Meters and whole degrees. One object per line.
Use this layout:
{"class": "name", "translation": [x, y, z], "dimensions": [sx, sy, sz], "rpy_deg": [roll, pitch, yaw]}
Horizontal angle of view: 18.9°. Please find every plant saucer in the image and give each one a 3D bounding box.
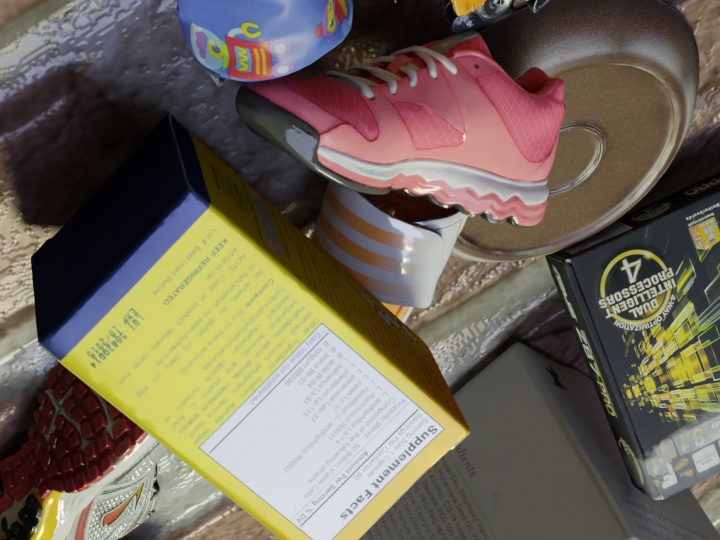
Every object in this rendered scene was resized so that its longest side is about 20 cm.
{"class": "plant saucer", "translation": [0.107, -0.070, 1.209], "dimensions": [0.199, 0.032, 0.201], "rpy_deg": [-17, 141, -14]}

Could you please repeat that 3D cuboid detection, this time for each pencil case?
{"class": "pencil case", "translation": [-0.060, -0.169, 0.946], "dimensions": [0.078, 0.086, 0.200], "rpy_deg": [-61, 155, -27]}

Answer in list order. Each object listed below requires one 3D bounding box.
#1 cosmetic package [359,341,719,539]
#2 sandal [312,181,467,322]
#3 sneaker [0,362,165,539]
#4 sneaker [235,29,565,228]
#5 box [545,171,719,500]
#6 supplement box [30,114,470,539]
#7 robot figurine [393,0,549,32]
{"class": "cosmetic package", "translation": [0.106, 0.186, 1.400], "dimensions": [0.200, 0.165, 0.165], "rpy_deg": [-41, 143, 17]}
{"class": "sandal", "translation": [0.008, 0.003, 1.185], "dimensions": [0.079, 0.059, 0.207], "rpy_deg": [17, 134, -1]}
{"class": "sneaker", "translation": [-0.147, 0.103, 1.227], "dimensions": [0.082, 0.078, 0.200], "rpy_deg": [4, 143, -41]}
{"class": "sneaker", "translation": [0.023, -0.084, 1.068], "dimensions": [0.199, 0.074, 0.087], "rpy_deg": [11, 105, -41]}
{"class": "box", "translation": [0.230, 0.024, 1.307], "dimensions": [0.199, 0.049, 0.162], "rpy_deg": [-23, 103, -9]}
{"class": "supplement box", "translation": [-0.057, 0.037, 1.093], "dimensions": [0.109, 0.110, 0.200], "rpy_deg": [-44, 113, 9]}
{"class": "robot figurine", "translation": [0.086, -0.199, 1.017], "dimensions": [0.200, 0.058, 0.145], "rpy_deg": [-37, 142, 11]}
